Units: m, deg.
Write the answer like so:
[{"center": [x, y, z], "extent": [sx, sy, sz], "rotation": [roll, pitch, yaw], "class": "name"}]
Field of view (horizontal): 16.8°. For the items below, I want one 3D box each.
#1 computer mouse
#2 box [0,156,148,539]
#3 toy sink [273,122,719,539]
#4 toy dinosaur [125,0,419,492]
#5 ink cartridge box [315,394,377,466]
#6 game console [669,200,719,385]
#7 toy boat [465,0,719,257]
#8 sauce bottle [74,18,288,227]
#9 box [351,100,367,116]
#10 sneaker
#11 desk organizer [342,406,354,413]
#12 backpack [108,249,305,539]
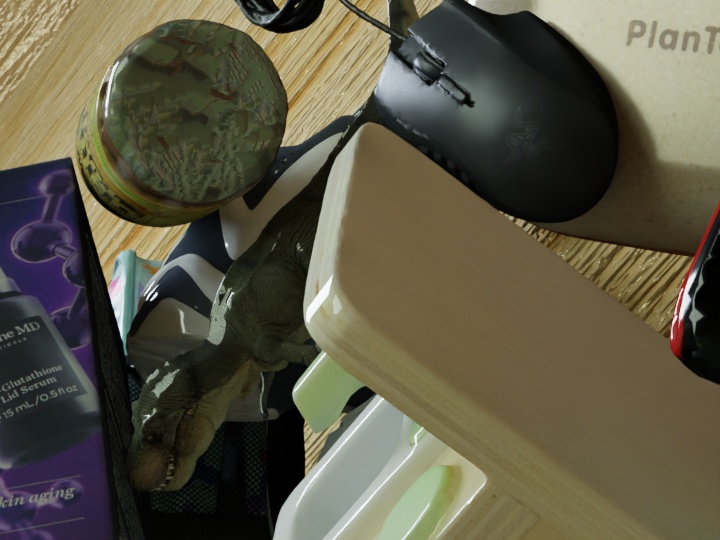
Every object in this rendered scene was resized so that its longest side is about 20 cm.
[{"center": [0.008, -0.081, 0.800], "extent": [0.200, 0.034, 0.059], "rotation": [38, 102, 32], "class": "computer mouse"}, {"center": [-0.153, 0.072, 0.850], "extent": [0.200, 0.147, 0.105], "rotation": [-105, 4, -45], "class": "box"}, {"center": [0.042, 0.079, 0.619], "extent": [0.112, 0.200, 0.130], "rotation": [-49, 12, 19], "class": "toy sink"}, {"center": [0.000, 0.000, 0.820], "extent": [0.200, 0.088, 0.047], "rotation": [-60, 14, -18], "class": "toy dinosaur"}, {"center": [0.028, 0.123, 0.802], "extent": [0.146, 0.083, 0.200], "rotation": [-37, 22, 47], "class": "ink cartridge box"}, {"center": [0.184, -0.025, 0.498], "extent": [0.177, 0.199, 0.031], "rotation": [-65, -21, -20], "class": "game console"}, {"center": [0.132, -0.063, 0.818], "extent": [0.199, 0.131, 0.131], "rotation": [10, 85, 33], "class": "toy boat"}, {"center": [-0.070, -0.046, 0.881], "extent": [0.065, 0.065, 0.200], "rotation": [-58, 6, -9], "class": "sauce bottle"}, {"center": [0.083, -0.120, 1.094], "extent": [0.159, 0.046, 0.200], "rotation": [-40, 4, 45], "class": "box"}, {"center": [0.019, -0.006, 0.925], "extent": [0.198, 0.080, 0.130], "rotation": [-1, 55, 22], "class": "sneaker"}, {"center": [0.016, 0.019, 1.074], "extent": [0.077, 0.072, 0.200], "rotation": [-56, 16, -10], "class": "desk organizer"}, {"center": [-0.089, 0.094, 1.016], "extent": [0.200, 0.150, 0.178], "rotation": [-83, 4, -46], "class": "backpack"}]
